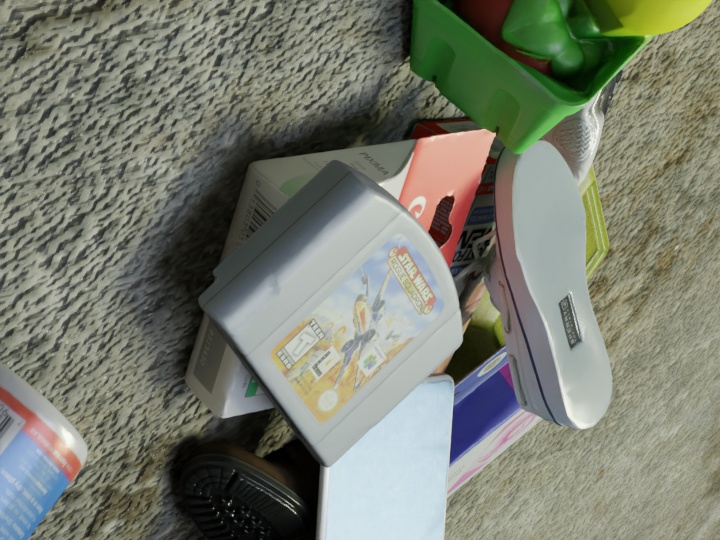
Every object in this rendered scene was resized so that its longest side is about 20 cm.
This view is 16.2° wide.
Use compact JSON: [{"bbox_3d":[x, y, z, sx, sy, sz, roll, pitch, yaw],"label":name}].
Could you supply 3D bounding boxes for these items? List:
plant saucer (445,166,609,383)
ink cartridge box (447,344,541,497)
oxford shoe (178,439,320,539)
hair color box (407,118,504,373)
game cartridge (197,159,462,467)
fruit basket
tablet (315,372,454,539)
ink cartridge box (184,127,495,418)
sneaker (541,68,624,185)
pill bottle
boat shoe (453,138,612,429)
[{"bbox_3d":[0.126,0.001,1.915,0.200,0.048,0.200,-55,159,-13],"label":"plant saucer"},{"bbox_3d":[0.063,0.129,1.832,0.196,0.043,0.200,-39,170,-5],"label":"ink cartridge box"},{"bbox_3d":[-0.055,0.145,1.660,0.200,0.072,0.085,37,39,-51],"label":"oxford shoe"},{"bbox_3d":[0.041,0.001,1.696,0.111,0.064,0.201,-12,131,-64],"label":"hair color box"},{"bbox_3d":[-0.009,0.025,1.486,0.133,0.042,0.200,-40,145,-5],"label":"game cartridge"},{"bbox_3d":[0.143,-0.188,1.530,0.216,0.155,0.216,-49,172,-10],"label":"fruit basket"},{"bbox_3d":[0.013,0.170,1.660,0.130,0.014,0.201,-4,99,-49],"label":"tablet"},{"bbox_3d":[0.000,0.000,1.538,0.199,0.050,0.162,-9,129,-38],"label":"ink cartridge box"},{"bbox_3d":[0.162,-0.141,1.755,0.114,0.075,0.201,-37,148,-40],"label":"sneaker"},{"bbox_3d":[-0.227,0.130,1.178,0.200,0.112,0.112,-53,159,-14],"label":"pill bottle"},{"bbox_3d":[0.105,0.006,1.664,0.075,0.086,0.203,-36,120,-37],"label":"boat shoe"}]
